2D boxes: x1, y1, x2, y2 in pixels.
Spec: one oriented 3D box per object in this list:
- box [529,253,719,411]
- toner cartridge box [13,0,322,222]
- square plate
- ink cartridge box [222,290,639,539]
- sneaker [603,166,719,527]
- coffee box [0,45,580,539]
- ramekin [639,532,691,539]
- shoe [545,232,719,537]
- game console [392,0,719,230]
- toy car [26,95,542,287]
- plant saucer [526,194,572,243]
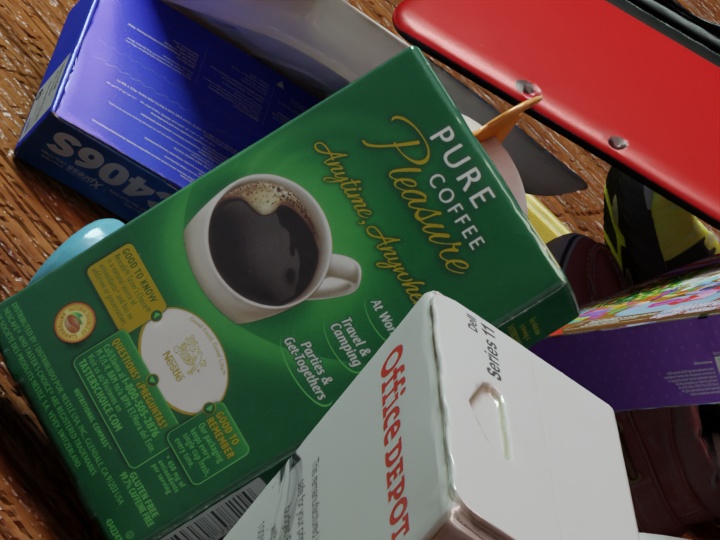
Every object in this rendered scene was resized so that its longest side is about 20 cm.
[{"bbox_3d":[0.161,0.020,1.188,0.137,0.200,0.039,-19,94,-28],"label":"box"},{"bbox_3d":[-0.057,-0.048,1.326,0.200,0.043,0.095,31,51,-18],"label":"toner cartridge box"},{"bbox_3d":[-0.017,-0.098,1.342,0.198,0.029,0.200,33,-6,-41],"label":"square plate"},{"bbox_3d":[0.000,0.127,0.910,0.083,0.200,0.147,32,23,-17],"label":"ink cartridge box"},{"bbox_3d":[0.179,0.026,1.440,0.075,0.076,0.201,-133,-156,-83],"label":"sneaker"},{"bbox_3d":[-0.030,0.017,1.074,0.123,0.200,0.044,57,0,25],"label":"coffee box"},{"bbox_3d":[0.122,0.171,1.046,0.200,0.098,0.201,11,14,-3],"label":"ramekin"},{"bbox_3d":[0.136,0.050,1.345,0.071,0.091,0.200,45,32,-36],"label":"shoe"},{"bbox_3d":[0.124,-0.067,1.324,0.200,0.119,0.172,33,-21,16],"label":"game console"},{"bbox_3d":[0.000,0.000,1.158,0.184,0.200,0.177,42,22,10],"label":"toy car"},{"bbox_3d":[0.059,-0.008,1.468,0.200,0.048,0.200,46,23,15],"label":"plant saucer"}]
